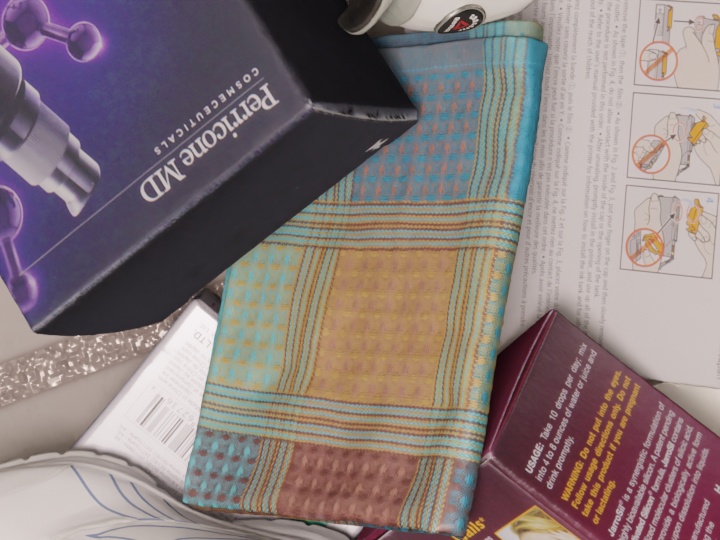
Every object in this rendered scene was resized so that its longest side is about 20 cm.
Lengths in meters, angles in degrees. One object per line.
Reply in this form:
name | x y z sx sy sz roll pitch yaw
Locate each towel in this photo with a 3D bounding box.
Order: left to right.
towel | 0.000 0.000 0.839 0.146 0.022 0.201 0 74 41

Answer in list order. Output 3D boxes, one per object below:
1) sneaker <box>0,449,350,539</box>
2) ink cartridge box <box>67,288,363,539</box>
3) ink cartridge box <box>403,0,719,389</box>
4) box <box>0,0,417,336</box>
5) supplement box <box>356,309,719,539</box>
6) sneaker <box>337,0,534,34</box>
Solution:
sneaker | -0.084 0.124 0.862 0.199 0.087 0.075 10 99 0
ink cartridge box | -0.086 0.122 0.924 0.119 0.042 0.200 39 95 -4
ink cartridge box | 0.103 -0.056 0.870 0.175 0.045 0.201 6 99 17
box | -0.098 -0.097 0.824 0.148 0.104 0.200 -38 77 20
supplement box | 0.112 0.124 0.862 0.200 0.086 0.110 37 138 -8
sneaker | 0.024 -0.185 0.831 0.088 0.074 0.201 -1 76 -25
